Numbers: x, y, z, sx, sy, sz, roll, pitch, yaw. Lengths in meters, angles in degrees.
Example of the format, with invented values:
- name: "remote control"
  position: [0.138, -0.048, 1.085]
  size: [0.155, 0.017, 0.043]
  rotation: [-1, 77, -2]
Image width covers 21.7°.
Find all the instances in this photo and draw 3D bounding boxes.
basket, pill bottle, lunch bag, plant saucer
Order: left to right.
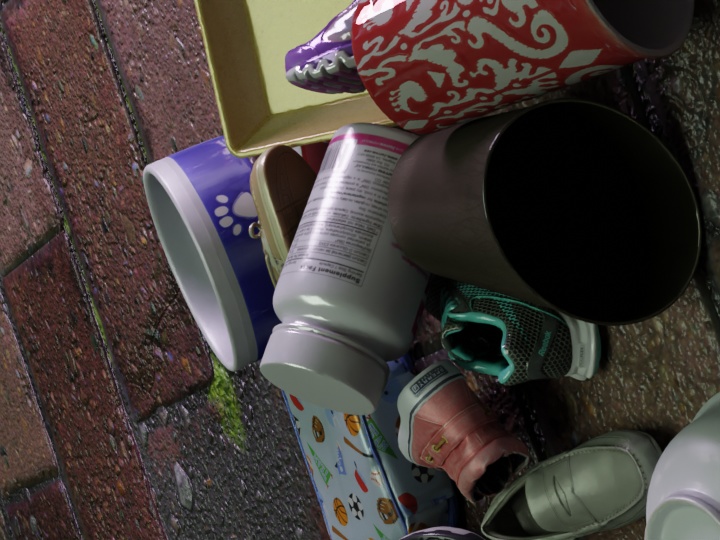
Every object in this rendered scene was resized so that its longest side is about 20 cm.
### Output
- name: "plant saucer"
  position: [-0.030, -0.205, 1.486]
  size: [0.198, 0.048, 0.202]
  rotation: [-10, 96, 26]
- name: "pill bottle"
  position: [0.000, 0.000, 1.433]
  size: [0.113, 0.113, 0.201]
  rotation: [-10, 56, 58]
- name: "lunch bag"
  position: [0.002, 0.149, 1.633]
  size: [0.160, 0.075, 0.202]
  rotation: [-17, 90, 61]
- name: "basket"
  position: [0.112, -0.044, 1.313]
  size: [0.137, 0.180, 0.200]
  rotation: [-64, 24, -8]

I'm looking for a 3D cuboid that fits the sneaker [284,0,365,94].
- name: "sneaker"
  position: [0.025, -0.197, 1.398]
  size: [0.199, 0.080, 0.089]
  rotation: [-23, 77, 29]

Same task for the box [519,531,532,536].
- name: "box"
  position: [0.177, 0.292, 1.440]
  size: [0.200, 0.050, 0.076]
  rotation: [46, 138, 38]

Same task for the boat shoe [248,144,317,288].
- name: "boat shoe"
  position: [-0.050, -0.003, 1.512]
  size: [0.062, 0.073, 0.201]
  rotation: [-7, 110, 39]

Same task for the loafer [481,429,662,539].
- name: "loafer"
  position: [0.158, 0.169, 1.394]
  size: [0.070, 0.069, 0.200]
  rotation: [66, 149, 11]

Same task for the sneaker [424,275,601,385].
- name: "sneaker"
  position: [0.089, 0.034, 1.425]
  size: [0.199, 0.091, 0.078]
  rotation: [25, 123, 51]

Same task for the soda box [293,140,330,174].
- name: "soda box"
  position: [-0.050, -0.162, 1.585]
  size: [0.070, 0.063, 0.202]
  rotation: [9, 112, 56]

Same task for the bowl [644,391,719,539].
- name: "bowl"
  position: [0.251, 0.182, 1.239]
  size: [0.201, 0.090, 0.203]
  rotation: [31, 129, 49]

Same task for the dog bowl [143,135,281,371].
- name: "dog bowl"
  position: [-0.121, -0.016, 1.689]
  size: [0.201, 0.078, 0.201]
  rotation: [59, 165, 26]

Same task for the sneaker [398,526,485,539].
- name: "sneaker"
  position: [0.053, 0.246, 1.538]
  size: [0.199, 0.082, 0.072]
  rotation: [-26, 84, 45]

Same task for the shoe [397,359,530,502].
- name: "shoe"
  position: [0.080, 0.141, 1.457]
  size: [0.091, 0.071, 0.200]
  rotation: [52, 173, 19]

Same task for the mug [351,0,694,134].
- name: "mug"
  position: [0.107, -0.185, 1.243]
  size: [0.199, 0.178, 0.134]
  rotation: [-21, 121, 42]
